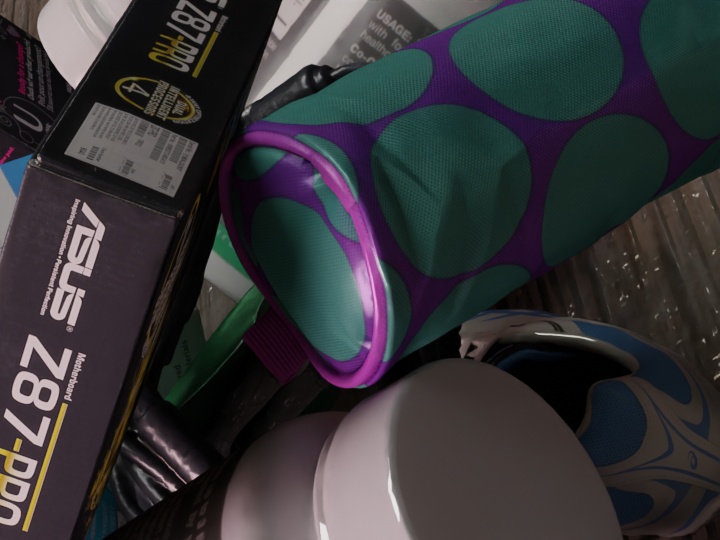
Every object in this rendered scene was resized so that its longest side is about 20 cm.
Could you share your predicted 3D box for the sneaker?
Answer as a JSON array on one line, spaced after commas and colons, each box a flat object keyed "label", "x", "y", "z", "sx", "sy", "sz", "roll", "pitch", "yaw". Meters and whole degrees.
[{"label": "sneaker", "x": 0.056, "y": 0.042, "z": 0.834, "sx": 0.072, "sy": 0.072, "sz": 0.200, "roll": -62, "pitch": 27, "yaw": -8}]

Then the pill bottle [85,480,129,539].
[{"label": "pill bottle", "x": -0.124, "y": 0.121, "z": 0.893, "sx": 0.111, "sy": 0.200, "sz": 0.111, "roll": -29, "pitch": 44, "yaw": 32}]

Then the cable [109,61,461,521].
[{"label": "cable", "x": -0.035, "y": 0.032, "z": 0.838, "sx": 0.163, "sy": 0.051, "sz": 0.201, "roll": -18, "pitch": 68, "yaw": 30}]

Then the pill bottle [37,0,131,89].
[{"label": "pill bottle", "x": -0.066, "y": -0.168, "z": 1.207, "sx": 0.200, "sy": 0.114, "sz": 0.114, "roll": -45, "pitch": 29, "yaw": 21}]

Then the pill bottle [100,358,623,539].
[{"label": "pill bottle", "x": -0.024, "y": 0.113, "z": 0.727, "sx": 0.200, "sy": 0.114, "sz": 0.114, "roll": -35, "pitch": 34, "yaw": 36}]

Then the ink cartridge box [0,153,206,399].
[{"label": "ink cartridge box", "x": -0.174, "y": 0.039, "z": 0.983, "sx": 0.199, "sy": 0.086, "sz": 0.147, "roll": -21, "pitch": 37, "yaw": -12}]

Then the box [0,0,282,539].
[{"label": "box", "x": -0.080, "y": 0.006, "z": 0.726, "sx": 0.200, "sy": 0.049, "sz": 0.162, "roll": -77, "pitch": 9, "yaw": -66}]

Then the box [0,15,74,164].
[{"label": "box", "x": -0.217, "y": -0.016, "z": 1.287, "sx": 0.200, "sy": 0.115, "sz": 0.132, "roll": -45, "pitch": 30, "yaw": 19}]

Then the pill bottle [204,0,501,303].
[{"label": "pill bottle", "x": 0.008, "y": -0.076, "z": 0.990, "sx": 0.200, "sy": 0.113, "sz": 0.113, "roll": -51, "pitch": 28, "yaw": 9}]

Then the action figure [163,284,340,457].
[{"label": "action figure", "x": 0.000, "y": 0.000, "z": 0.915, "sx": 0.055, "sy": 0.118, "sz": 0.200, "roll": 40, "pitch": 106, "yaw": 23}]

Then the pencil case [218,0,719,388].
[{"label": "pencil case", "x": 0.054, "y": -0.041, "z": 0.723, "sx": 0.199, "sy": 0.085, "sz": 0.093, "roll": -28, "pitch": -20, "yaw": -30}]
